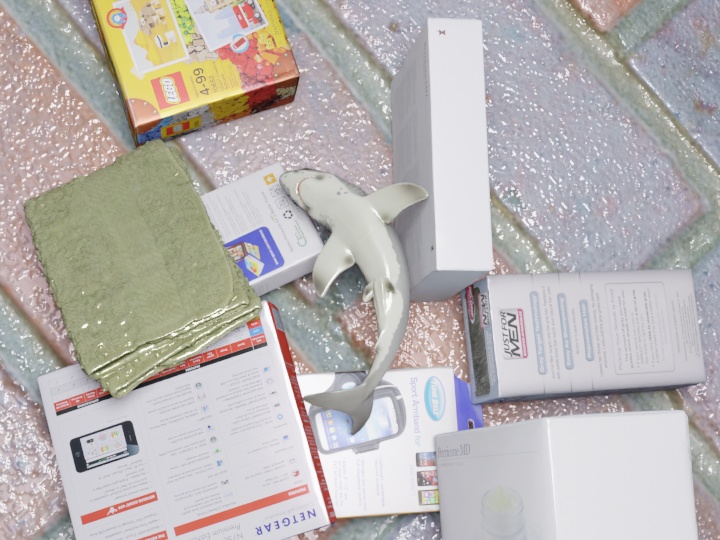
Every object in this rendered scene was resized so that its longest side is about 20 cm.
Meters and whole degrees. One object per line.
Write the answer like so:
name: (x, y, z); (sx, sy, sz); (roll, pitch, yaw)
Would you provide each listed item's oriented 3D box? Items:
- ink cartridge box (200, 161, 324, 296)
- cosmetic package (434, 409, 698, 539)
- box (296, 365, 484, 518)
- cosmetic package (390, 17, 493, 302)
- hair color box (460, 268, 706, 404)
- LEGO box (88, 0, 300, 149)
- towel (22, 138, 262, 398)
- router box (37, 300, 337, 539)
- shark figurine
ink cartridge box: (-0.135, -0.009, 0.970); (0.198, 0.037, 0.096); (-24, 68, -14)
cosmetic package: (0.149, 0.213, 0.866); (0.121, 0.199, 0.204); (2, 78, -19)
box: (0.006, 0.144, 0.972); (0.196, 0.041, 0.121); (-1, 80, -11)
cosmetic package: (0.064, -0.085, 0.964); (0.051, 0.151, 0.204); (0, 80, -8)
hair color box: (0.189, 0.055, 0.987); (0.197, 0.061, 0.101); (-2, 79, -19)
LEGO box: (-0.154, -0.226, 0.996); (0.147, 0.077, 0.203); (-19, 83, -11)
towel: (-0.179, -0.007, 0.924); (0.147, 0.037, 0.201); (-26, 61, -12)
router box: (-0.138, 0.141, 0.919); (0.197, 0.049, 0.182); (-17, 79, 3)
shark figurine: (0.015, 0.015, 0.933); (0.126, 0.089, 0.218); (-13, 79, 18)
